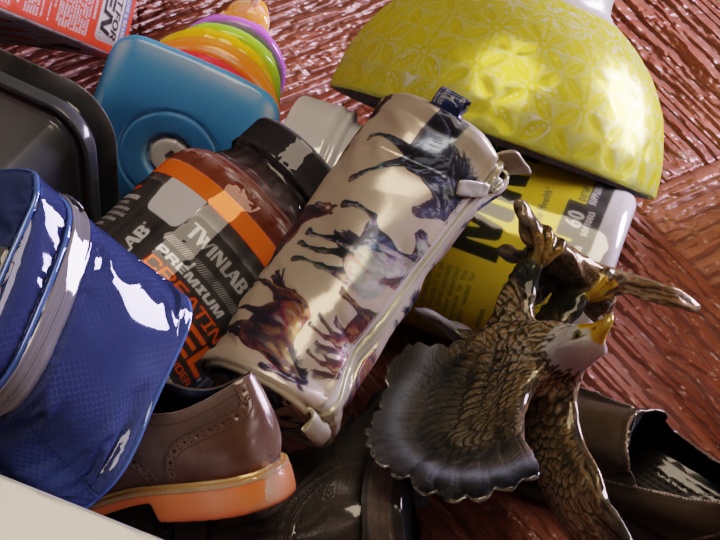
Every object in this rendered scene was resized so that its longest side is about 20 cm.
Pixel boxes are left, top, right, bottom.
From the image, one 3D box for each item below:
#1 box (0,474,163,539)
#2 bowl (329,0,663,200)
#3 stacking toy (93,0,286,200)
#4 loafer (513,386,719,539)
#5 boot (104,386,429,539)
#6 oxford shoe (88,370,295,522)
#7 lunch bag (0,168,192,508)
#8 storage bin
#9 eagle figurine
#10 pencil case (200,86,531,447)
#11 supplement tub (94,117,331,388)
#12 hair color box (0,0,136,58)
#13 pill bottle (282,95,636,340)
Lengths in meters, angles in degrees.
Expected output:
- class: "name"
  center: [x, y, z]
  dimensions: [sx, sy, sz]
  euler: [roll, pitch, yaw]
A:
- class: "box"
  center: [-0.193, 0.202, 1.326]
  dimensions: [0.200, 0.131, 0.199]
  euler: [21, 62, 7]
- class: "bowl"
  center: [0.093, -0.122, 1.682]
  dimensions: [0.200, 0.200, 0.108]
  euler: [19, 90, 0]
- class: "stacking toy"
  center: [-0.086, -0.110, 1.721]
  dimensions: [0.110, 0.116, 0.200]
  euler: [24, 31, 0]
- class: "loafer"
  center: [0.137, 0.093, 1.583]
  dimensions: [0.200, 0.071, 0.073]
  euler: [26, 46, 11]
- class: "boot"
  center: [-0.056, 0.111, 1.513]
  dimensions: [0.174, 0.069, 0.200]
  euler: [-6, 15, 7]
- class: "oxford shoe"
  center: [-0.129, 0.084, 1.442]
  dimensions: [0.200, 0.073, 0.071]
  euler: [-6, 14, 21]
- class: "lunch bag"
  center: [-0.200, 0.029, 1.393]
  dimensions: [0.200, 0.132, 0.136]
  euler: [-5, 52, 41]
- class: "storage bin"
  center: [-0.249, -0.052, 1.567]
  dimensions: [0.200, 0.146, 0.134]
  euler: [24, 47, 22]
- class: "eagle figurine"
  center: [0.087, 0.068, 1.483]
  dimensions: [0.152, 0.151, 0.200]
  euler: [8, 61, 10]
- class: "pencil case"
  center: [0.000, 0.000, 1.489]
  dimensions: [0.089, 0.078, 0.200]
  euler: [11, 58, 43]
- class: "supplement tub"
  center: [-0.100, 0.008, 1.541]
  dimensions: [0.107, 0.107, 0.200]
  euler: [39, 73, 23]
- class: "hair color box"
  center: [-0.226, -0.175, 1.620]
  dimensions: [0.111, 0.200, 0.064]
  euler: [10, 83, 34]
- class: "pill bottle"
  center: [0.045, -0.022, 1.644]
  dimensions: [0.200, 0.114, 0.114]
  euler: [19, 45, 5]
